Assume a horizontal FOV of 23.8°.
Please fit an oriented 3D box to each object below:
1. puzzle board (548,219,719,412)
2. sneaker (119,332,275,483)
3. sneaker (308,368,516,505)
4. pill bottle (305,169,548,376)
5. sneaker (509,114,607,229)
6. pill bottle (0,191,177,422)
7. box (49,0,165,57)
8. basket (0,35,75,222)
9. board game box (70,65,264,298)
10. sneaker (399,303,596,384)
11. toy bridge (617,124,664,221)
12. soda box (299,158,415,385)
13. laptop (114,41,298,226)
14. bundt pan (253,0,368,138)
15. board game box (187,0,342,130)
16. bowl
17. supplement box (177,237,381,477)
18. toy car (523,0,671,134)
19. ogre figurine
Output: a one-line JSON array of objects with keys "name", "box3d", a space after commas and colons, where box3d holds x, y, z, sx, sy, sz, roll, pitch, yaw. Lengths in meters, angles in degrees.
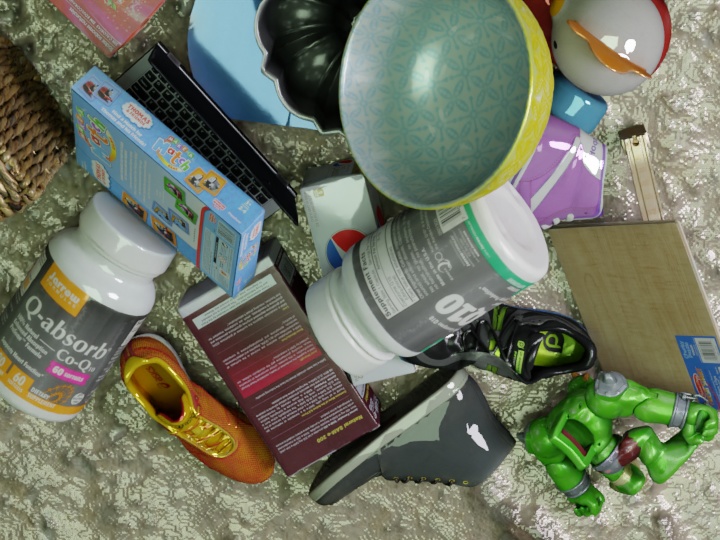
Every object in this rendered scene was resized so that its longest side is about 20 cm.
[{"name": "puzzle board", "box3d": [0.266, 0.042, 1.581, 0.150, 0.017, 0.201, -1, 120, 47]}, {"name": "sneaker", "box3d": [-0.162, 0.147, 1.655, 0.073, 0.077, 0.200, -42, 112, 14]}, {"name": "sneaker", "box3d": [0.050, 0.190, 1.661, 0.199, 0.075, 0.106, -37, 101, 13]}, {"name": "pill bottle", "box3d": [0.056, 0.004, 1.498, 0.199, 0.113, 0.113, -32, 104, 25]}, {"name": "sneaker", "box3d": [0.157, -0.048, 1.560, 0.113, 0.073, 0.201, 21, 132, -12]}, {"name": "pill bottle", "box3d": [-0.263, 0.033, 1.605, 0.116, 0.117, 0.201, 34, 107, -8]}, {"name": "box", "box3d": [-0.253, -0.296, 1.501, 0.200, 0.100, 0.095, 44, 106, -11]}, {"name": "basket", "box3d": [-0.360, -0.112, 1.516, 0.148, 0.200, 0.143, -29, 106, 12]}, {"name": "board game box", "box3d": [-0.173, -0.076, 1.523, 0.200, 0.152, 0.037, 40, 69, 8]}, {"name": "sneaker", "box3d": [0.130, 0.064, 1.590, 0.197, 0.083, 0.072, 5, 98, -17]}, {"name": "toy bridge", "box3d": [0.273, -0.029, 1.580, 0.027, 0.067, 0.202, -12, 107, 7]}, {"name": "soda box", "box3d": [0.000, 0.000, 1.604, 0.063, 0.068, 0.202, -13, 107, 8]}, {"name": "laptop", "box3d": [-0.155, -0.095, 1.519, 0.187, 0.116, 0.199, 48, 130, -12]}, {"name": "bundt pan", "box3d": [0.005, -0.217, 1.493, 0.199, 0.076, 0.204, -1, 107, -5]}, {"name": "board game box", "box3d": [-0.057, -0.212, 1.553, 0.198, 0.039, 0.160, 7, 108, -7]}, {"name": "bowl", "box3d": [0.089, -0.149, 1.414, 0.199, 0.107, 0.203, 0, 90, 41]}, {"name": "supplement box", "box3d": [-0.075, 0.084, 1.640, 0.108, 0.061, 0.201, -29, 104, 12]}, {"name": "toy car", "box3d": [0.192, -0.213, 1.453, 0.176, 0.200, 0.185, 33, 107, -8]}, {"name": "ogre figurine", "box3d": [0.234, 0.157, 1.613, 0.119, 0.200, 0.099, 35, 65, -14]}]
